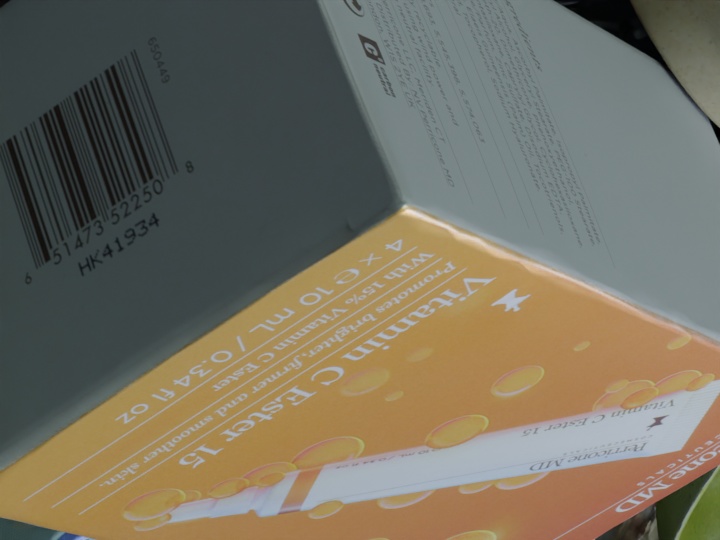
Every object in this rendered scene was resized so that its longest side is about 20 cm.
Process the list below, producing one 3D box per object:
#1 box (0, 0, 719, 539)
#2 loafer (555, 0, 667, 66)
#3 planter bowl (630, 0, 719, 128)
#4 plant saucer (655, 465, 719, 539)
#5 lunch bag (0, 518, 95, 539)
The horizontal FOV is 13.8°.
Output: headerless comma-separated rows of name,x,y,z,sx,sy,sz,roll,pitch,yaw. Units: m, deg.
box,0.000,0.000,0.684,0.124,0.098,0.200,-33,151,23
loafer,0.098,-0.098,0.867,0.200,0.071,0.068,-11,163,-38
planter bowl,0.141,-0.106,0.753,0.200,0.134,0.201,36,42,-41
plant saucer,0.154,0.013,0.870,0.200,0.031,0.200,-38,160,-16
lunch bag,-0.087,0.139,0.740,0.161,0.082,0.201,14,100,-56
